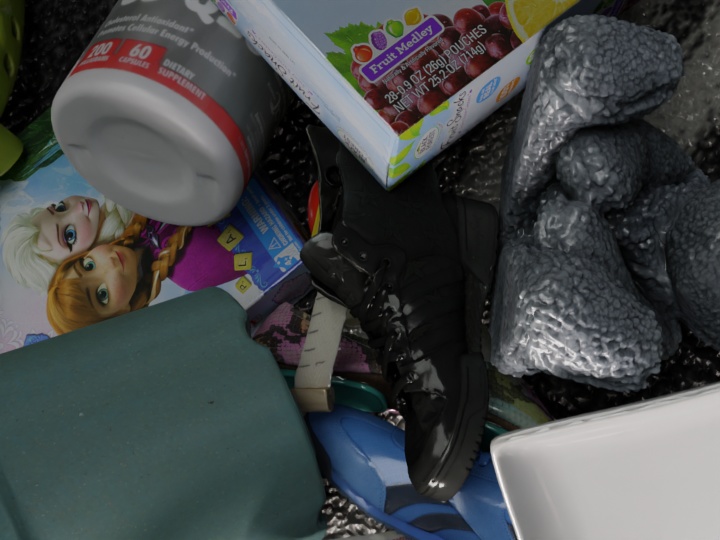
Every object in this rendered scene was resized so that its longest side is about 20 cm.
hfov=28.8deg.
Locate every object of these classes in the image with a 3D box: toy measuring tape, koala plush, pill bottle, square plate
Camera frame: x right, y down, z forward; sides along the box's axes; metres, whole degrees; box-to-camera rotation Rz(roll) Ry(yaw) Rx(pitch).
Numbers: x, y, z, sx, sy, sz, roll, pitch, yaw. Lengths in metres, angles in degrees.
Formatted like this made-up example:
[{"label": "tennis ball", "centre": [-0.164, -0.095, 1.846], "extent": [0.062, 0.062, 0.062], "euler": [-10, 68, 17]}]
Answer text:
[{"label": "toy measuring tape", "centre": [0.000, 0.000, 0.783], "extent": [0.073, 0.074, 0.201], "euler": [0, 57, 19]}, {"label": "koala plush", "centre": [0.171, -0.010, 0.709], "extent": [0.198, 0.184, 0.179], "euler": [7, 75, -1]}, {"label": "pill bottle", "centre": [-0.083, -0.135, 0.804], "extent": [0.113, 0.114, 0.201], "euler": [10, 55, 21]}, {"label": "square plate", "centre": [0.177, 0.131, 0.656], "extent": [0.197, 0.028, 0.201], "euler": [-16, 114, 5]}]

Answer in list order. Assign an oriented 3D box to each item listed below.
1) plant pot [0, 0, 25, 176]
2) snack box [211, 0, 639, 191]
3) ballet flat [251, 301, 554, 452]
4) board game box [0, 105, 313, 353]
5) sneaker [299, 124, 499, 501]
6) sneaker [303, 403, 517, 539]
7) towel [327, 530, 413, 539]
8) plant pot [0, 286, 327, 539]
[{"label": "plant pot", "centre": [-0.329, -0.125, 0.857], "extent": [0.198, 0.200, 0.183], "euler": [-24, 60, 16]}, {"label": "snack box", "centre": [0.036, -0.167, 0.726], "extent": [0.199, 0.068, 0.169], "euler": [-36, 74, -18]}, {"label": "ballet flat", "centre": [0.028, 0.054, 0.780], "extent": [0.199, 0.069, 0.072], "euler": [12, 65, 23]}, {"label": "board game box", "centre": [-0.149, -0.016, 0.867], "extent": [0.199, 0.041, 0.200], "euler": [-40, 67, 7]}, {"label": "sneaker", "centre": [0.012, 0.011, 0.708], "extent": [0.103, 0.060, 0.201], "euler": [17, 59, -14]}, {"label": "sneaker", "centre": [0.062, 0.114, 0.731], "extent": [0.199, 0.066, 0.079], "euler": [33, 108, 14]}, {"label": "towel", "centre": [0.028, 0.223, 0.691], "extent": [0.030, 0.146, 0.201], "euler": [-37, 65, 36]}, {"label": "plant pot", "centre": [-0.133, 0.111, 0.726], "extent": [0.195, 0.201, 0.201], "euler": [-24, 67, -17]}]
